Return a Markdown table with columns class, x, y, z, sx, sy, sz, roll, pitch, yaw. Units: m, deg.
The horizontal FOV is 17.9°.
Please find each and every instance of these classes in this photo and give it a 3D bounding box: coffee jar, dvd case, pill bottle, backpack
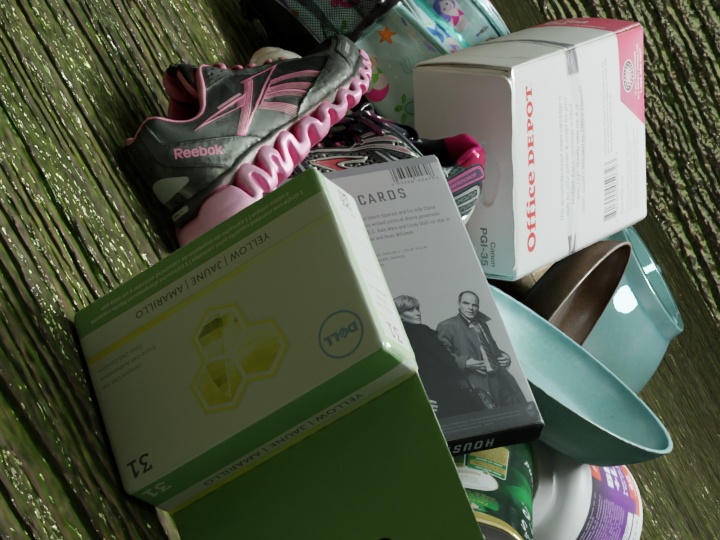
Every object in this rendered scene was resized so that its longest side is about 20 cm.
| class | x | y | z | sx | sy | sz | roll | pitch | yaw |
| --- | --- | --- | --- | --- | --- | --- | --- | --- | --- |
| coffee jar | 0.057 | 0.162 | 1.316 | 0.200 | 0.084 | 0.105 | -77 | 175 | -69 |
| dvd case | 0.007 | 0.025 | 1.352 | 0.025 | 0.149 | 0.201 | 104 | -28 | -52 |
| pill bottle | 0.111 | 0.151 | 1.523 | 0.112 | 0.111 | 0.200 | 66 | 14 | 22 |
| backpack | 0.032 | -0.160 | 1.701 | 0.200 | 0.150 | 0.178 | 52 | 3 | 19 |

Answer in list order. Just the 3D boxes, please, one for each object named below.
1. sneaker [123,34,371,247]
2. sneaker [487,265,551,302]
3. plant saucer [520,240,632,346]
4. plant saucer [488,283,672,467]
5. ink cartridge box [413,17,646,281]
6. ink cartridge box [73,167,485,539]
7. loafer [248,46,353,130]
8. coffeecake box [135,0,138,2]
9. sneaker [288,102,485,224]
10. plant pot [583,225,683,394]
| class | x | y | z | sx | sy | sz | roll | pitch | yaw |
| --- | --- | --- | --- | --- | --- | --- | --- | --- | --- |
| sneaker | -0.068 | -0.096 | 1.344 | 0.095 | 0.079 | 0.200 | 45 | 44 | -3 |
| sneaker | 0.075 | 0.028 | 1.710 | 0.200 | 0.108 | 0.071 | -14 | 76 | -60 |
| plant saucer | 0.126 | 0.055 | 1.658 | 0.032 | 0.201 | 0.200 | 35 | 8 | 13 |
| plant saucer | 0.109 | 0.066 | 1.459 | 0.199 | 0.036 | 0.200 | 34 | 11 | -8 |
| ink cartridge box | 0.121 | -0.089 | 1.598 | 0.199 | 0.082 | 0.148 | -22 | 115 | -54 |
| ink cartridge box | -0.039 | 0.074 | 1.045 | 0.048 | 0.145 | 0.201 | 37 | 27 | -55 |
| loafer | -0.012 | -0.081 | 1.646 | 0.201 | 0.072 | 0.063 | 53 | 8 | -19 |
| coffeecake box | -0.081 | -0.280 | 1.502 | 0.073 | 0.199 | 0.154 | 54 | 15 | -23 |
| sneaker | -0.016 | -0.072 | 1.453 | 0.198 | 0.075 | 0.081 | 12 | 28 | -25 |
| plant pot | 0.213 | 0.033 | 2.103 | 0.201 | 0.134 | 0.201 | 55 | 14 | -21 |
